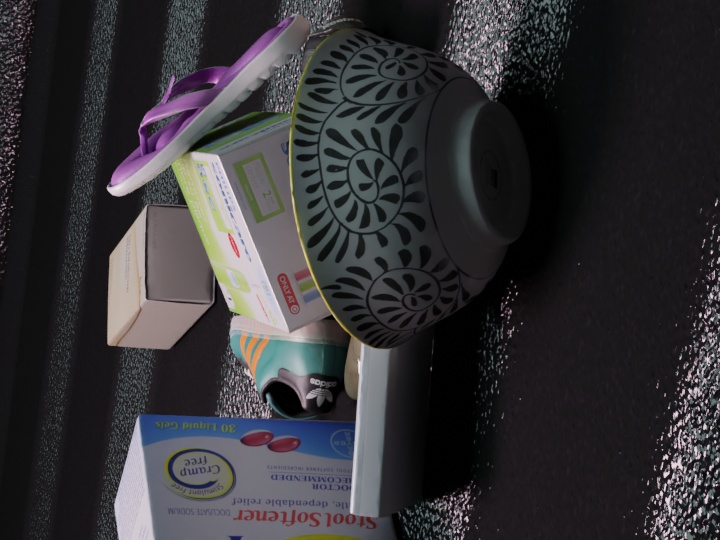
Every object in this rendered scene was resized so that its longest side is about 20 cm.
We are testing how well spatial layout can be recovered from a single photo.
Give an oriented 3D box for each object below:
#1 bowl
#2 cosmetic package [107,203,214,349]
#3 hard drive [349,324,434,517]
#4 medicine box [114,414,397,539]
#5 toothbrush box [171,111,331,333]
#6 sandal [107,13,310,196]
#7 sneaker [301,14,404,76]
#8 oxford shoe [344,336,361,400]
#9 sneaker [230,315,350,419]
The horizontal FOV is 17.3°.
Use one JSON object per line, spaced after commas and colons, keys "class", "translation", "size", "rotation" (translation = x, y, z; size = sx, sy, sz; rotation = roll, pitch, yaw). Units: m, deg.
{"class": "bowl", "translation": [0.046, -0.056, 1.451], "size": [0.201, 0.094, 0.201], "rotation": [22, -116, -59]}
{"class": "cosmetic package", "translation": [-0.204, 0.009, 2.395], "size": [0.200, 0.073, 0.104], "rotation": [135, 137, -68]}
{"class": "hard drive", "translation": [0.025, 0.058, 1.577], "size": [0.132, 0.027, 0.201], "rotation": [1, -88, -77]}
{"class": "medicine box", "translation": [-0.072, 0.209, 1.693], "size": [0.200, 0.182, 0.103], "rotation": [-104, 24, -47]}
{"class": "toothbrush box", "translation": [-0.069, -0.041, 1.826], "size": [0.146, 0.086, 0.200], "rotation": [69, 166, -10]}
{"class": "sandal", "translation": [-0.126, -0.137, 1.830], "size": [0.203, 0.050, 0.082], "rotation": [-41, 11, 3]}
{"class": "sneaker", "translation": [-0.009, -0.155, 1.771], "size": [0.200, 0.066, 0.091], "rotation": [141, 129, -71]}
{"class": "oxford shoe", "translation": [0.000, 0.000, 1.685], "size": [0.070, 0.075, 0.201], "rotation": [-139, 54, -69]}
{"class": "sneaker", "translation": [-0.063, 0.078, 1.893], "size": [0.200, 0.071, 0.080], "rotation": [172, 106, -72]}
